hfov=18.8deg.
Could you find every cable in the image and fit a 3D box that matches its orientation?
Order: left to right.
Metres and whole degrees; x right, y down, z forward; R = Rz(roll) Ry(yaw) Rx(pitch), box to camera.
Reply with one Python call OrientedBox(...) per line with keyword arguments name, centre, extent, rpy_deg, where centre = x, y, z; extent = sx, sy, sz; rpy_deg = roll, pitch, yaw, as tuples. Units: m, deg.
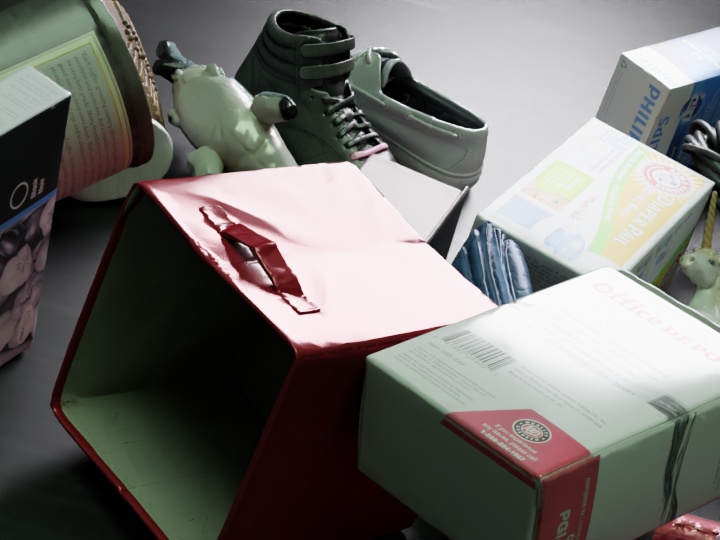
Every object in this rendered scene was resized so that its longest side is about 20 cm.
OrientedBox(name="cable", centre=(0.313, -0.036, 1.683), extent=(0.200, 0.051, 0.163), rpy_deg=(34, 38, -35))

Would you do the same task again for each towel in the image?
OrientedBox(name="towel", centre=(0.078, 0.068, 1.424), extent=(0.048, 0.112, 0.200), rpy_deg=(15, 35, -17))

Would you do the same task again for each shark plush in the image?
OrientedBox(name="shark plush", centre=(-0.109, -0.104, 1.625), extent=(0.200, 0.091, 0.083), rpy_deg=(34, -6, 38))

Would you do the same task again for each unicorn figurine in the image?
OrientedBox(name="unicorn figurine", centre=(0.252, 0.058, 1.565), extent=(0.137, 0.074, 0.200), rpy_deg=(-20, 69, -40))

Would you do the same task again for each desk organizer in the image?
OrientedBox(name="desk organizer", centre=(0.000, 0.000, 1.517), extent=(0.077, 0.072, 0.200), rpy_deg=(24, 35, 10))

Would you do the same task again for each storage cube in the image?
OrientedBox(name="storage cube", centre=(-0.051, 0.057, 1.314), extent=(0.180, 0.200, 0.171), rpy_deg=(-9, 42, -43))

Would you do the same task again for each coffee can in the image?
OrientedBox(name="coffee can", centre=(-0.254, -0.096, 1.407), extent=(0.200, 0.147, 0.146), rpy_deg=(-27, 52, -20))

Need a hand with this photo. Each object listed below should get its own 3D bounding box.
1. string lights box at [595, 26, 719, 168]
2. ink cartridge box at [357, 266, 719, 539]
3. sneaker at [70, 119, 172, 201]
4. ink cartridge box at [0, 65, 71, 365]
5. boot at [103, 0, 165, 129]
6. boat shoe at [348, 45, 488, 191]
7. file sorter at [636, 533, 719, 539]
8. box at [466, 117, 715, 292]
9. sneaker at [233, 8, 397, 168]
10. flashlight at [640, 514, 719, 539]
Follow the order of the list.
OrientedBox(name="string lights box", centre=(0.283, -0.142, 1.811), extent=(0.200, 0.103, 0.059), rpy_deg=(-18, 49, -41))
OrientedBox(name="ink cartridge box", centre=(0.119, 0.083, 1.236), extent=(0.200, 0.085, 0.146), rpy_deg=(-20, 39, -36))
OrientedBox(name="sneaker", centre=(-0.235, -0.099, 1.548), extent=(0.200, 0.075, 0.089), rpy_deg=(2, 26, -22))
OrientedBox(name="ink cartridge box", centre=(-0.256, 0.001, 1.285), extent=(0.043, 0.198, 0.200), rpy_deg=(29, 37, 20))
OrientedBox(name="boot", centre=(-0.216, -0.155, 1.578), extent=(0.107, 0.200, 0.075), rpy_deg=(-27, 47, 8))
OrientedBox(name="boat shoe", centre=(0.018, -0.139, 1.712), extent=(0.200, 0.069, 0.072), rpy_deg=(40, 40, 27))
OrientedBox(name="file sorter", centre=(0.167, 0.215, 1.256), extent=(0.200, 0.126, 0.139), rpy_deg=(33, 38, 19))
OrientedBox(name="box", centre=(0.159, -0.013, 1.581), extent=(0.112, 0.102, 0.200), rpy_deg=(30, 36, 16))
OrientedBox(name="sneaker", centre=(-0.020, -0.123, 1.648), extent=(0.071, 0.099, 0.200), rpy_deg=(-19, 51, -44))
OrientedBox(name="flashlight", centre=(0.229, 0.179, 1.387), extent=(0.200, 0.068, 0.068), rpy_deg=(16, 38, -7))
